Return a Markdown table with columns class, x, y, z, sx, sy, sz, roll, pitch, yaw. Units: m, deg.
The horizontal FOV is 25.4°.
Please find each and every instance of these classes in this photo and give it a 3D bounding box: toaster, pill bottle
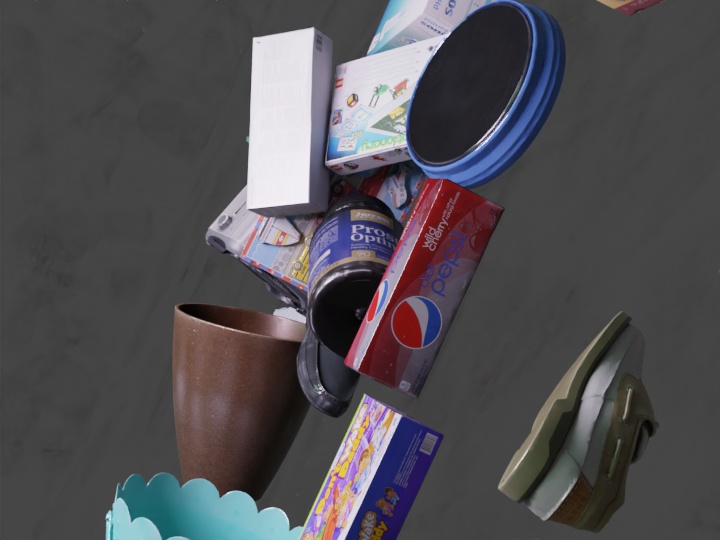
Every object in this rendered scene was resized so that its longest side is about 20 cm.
| class | x | y | z | sx | sy | sz | roll | pitch | yaw |
| --- | --- | --- | --- | --- | --- | --- | --- | --- | --- |
| toaster | -0.077 | -0.034 | 1.910 | 0.129 | 0.200 | 0.114 | -54 | 30 | -7 |
| pill bottle | 0.000 | 0.000 | 1.673 | 0.112 | 0.111 | 0.200 | -58 | 16 | 24 |

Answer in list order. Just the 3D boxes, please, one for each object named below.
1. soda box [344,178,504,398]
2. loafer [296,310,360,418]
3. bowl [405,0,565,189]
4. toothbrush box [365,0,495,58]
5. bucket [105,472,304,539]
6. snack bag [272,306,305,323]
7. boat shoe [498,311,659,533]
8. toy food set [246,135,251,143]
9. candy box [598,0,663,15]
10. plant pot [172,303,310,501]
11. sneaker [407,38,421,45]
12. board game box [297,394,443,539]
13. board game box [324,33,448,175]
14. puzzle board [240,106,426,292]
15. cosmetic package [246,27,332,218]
| class | x | y | z | sx | sy | sz | roll | pitch | yaw |
| --- | --- | --- | --- | --- | --- | --- | --- | --- | --- |
| soda box | 0.059 | 0.015 | 1.516 | 0.201 | 0.070 | 0.063 | -65 | 13 | -3 |
| loafer | -0.026 | 0.075 | 1.724 | 0.070 | 0.068 | 0.201 | -48 | 23 | 31 |
| bowl | 0.119 | -0.178 | 1.581 | 0.200 | 0.039 | 0.201 | -35 | 41 | 37 |
| toothbrush box | 0.098 | -0.326 | 1.940 | 0.147 | 0.085 | 0.200 | -68 | 14 | -17 |
| bucket | -0.160 | 0.300 | 1.562 | 0.207 | 0.206 | 0.135 | -128 | 55 | -75 |
| snack bag | -0.120 | 0.128 | 2.080 | 0.201 | 0.021 | 0.188 | -68 | 14 | -14 |
| boat shoe | 0.152 | 0.100 | 1.027 | 0.200 | 0.068 | 0.075 | -49 | -8 | -51 |
| toy food set | -0.036 | -0.153 | 1.918 | 0.198 | 0.199 | 0.049 | -142 | 50 | -75 |
| candy box | 0.271 | -0.327 | 1.370 | 0.201 | 0.056 | 0.117 | -68 | 15 | -9 |
| plant pot | -0.141 | 0.156 | 1.830 | 0.187 | 0.186 | 0.201 | -145 | 67 | -76 |
| sneaker | 0.071 | -0.183 | 1.784 | 0.075 | 0.088 | 0.200 | -52 | 20 | 34 |
| board game box | -0.003 | 0.220 | 1.437 | 0.201 | 0.045 | 0.134 | -65 | 14 | -3 |
| board game box | 0.052 | -0.183 | 1.726 | 0.199 | 0.035 | 0.127 | -10 | 64 | 37 |
| puzzle board | -0.027 | -0.070 | 1.813 | 0.201 | 0.150 | 0.017 | -63 | 6 | 2 |
| cosmetic package | -0.078 | -0.163 | 1.780 | 0.082 | 0.051 | 0.201 | -4 | 77 | 26 |
